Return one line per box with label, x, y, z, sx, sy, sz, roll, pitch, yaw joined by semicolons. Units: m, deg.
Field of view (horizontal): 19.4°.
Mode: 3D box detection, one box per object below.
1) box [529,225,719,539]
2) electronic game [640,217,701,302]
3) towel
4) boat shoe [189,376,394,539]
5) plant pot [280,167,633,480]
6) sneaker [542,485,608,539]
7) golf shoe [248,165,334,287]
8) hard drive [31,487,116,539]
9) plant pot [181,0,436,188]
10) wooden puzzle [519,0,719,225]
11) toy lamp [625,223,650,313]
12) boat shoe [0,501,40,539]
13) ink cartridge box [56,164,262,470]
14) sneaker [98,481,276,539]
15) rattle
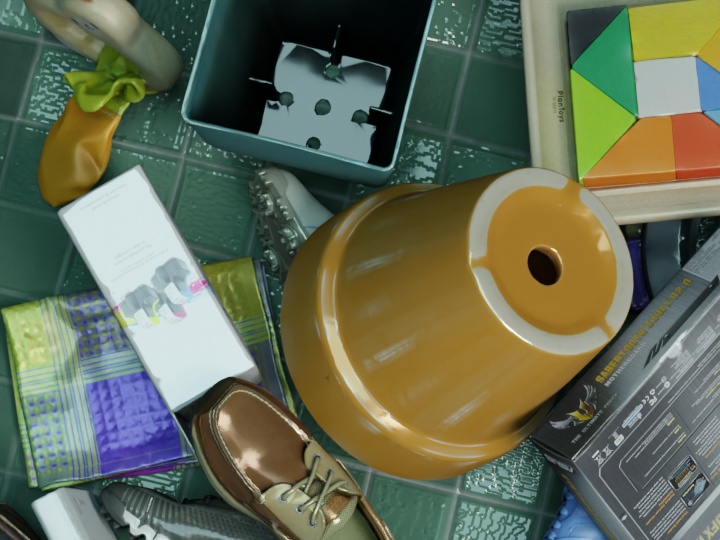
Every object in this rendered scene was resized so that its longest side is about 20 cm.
box;0.225;0.092;1.393;0.200;0.048;0.158;-47;126;-11
electronic game;0.290;-0.013;1.490;0.200;0.042;0.200;1;86;-17
towel;-0.151;0.074;1.513;0.200;0.023;0.144;-10;83;-1
boat shoe;-0.032;0.149;1.389;0.076;0.074;0.200;-51;120;-23
plant pot;0.076;0.020;1.386;0.200;0.183;0.200;11;67;-27
sneaker;0.149;0.163;1.466;0.200;0.077;0.111;-32;89;-8
golf shoe;0.000;0.000;1.507;0.097;0.078;0.200;-33;88;-22
hard drive;-0.157;0.243;1.434;0.026;0.132;0.200;-28;83;-2
plant pot;-0.029;-0.134;1.450;0.141;0.200;0.141;14;83;3
wooden puzzle;0.215;-0.124;1.460;0.200;0.037;0.185;-4;68;3
toy lamp;0.195;-0.070;1.512;0.058;0.058;0.200;-6;81;0
boat shoe;-0.220;0.248;1.467;0.070;0.070;0.200;-38;85;-7
ink cartridge box;-0.125;0.037;1.449;0.068;0.115;0.200;-30;83;-3
sneaker;-0.082;0.181;1.478;0.200;0.066;0.091;26;80;0
rattle;-0.209;-0.145;1.454;0.143;0.200;0.130;-42;83;-5
